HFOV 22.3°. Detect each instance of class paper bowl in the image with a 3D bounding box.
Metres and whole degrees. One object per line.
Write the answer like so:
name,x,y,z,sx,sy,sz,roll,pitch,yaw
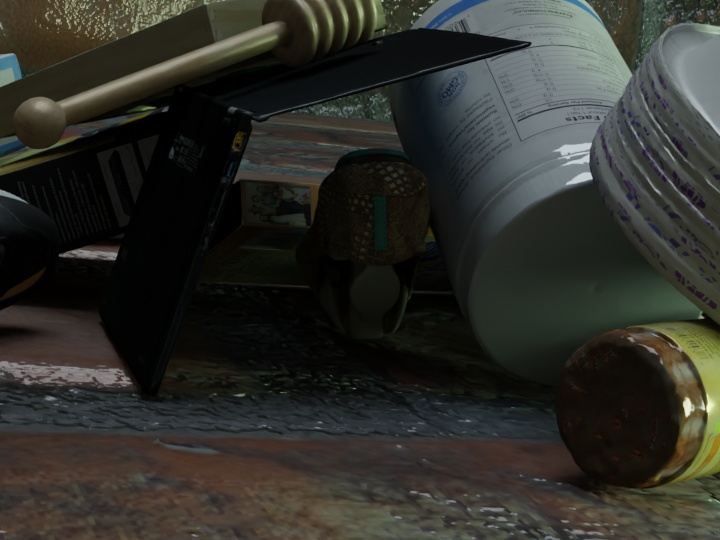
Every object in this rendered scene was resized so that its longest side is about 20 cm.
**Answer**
paper bowl,0.207,-0.039,0.784,0.200,0.105,0.201,26,27,-14

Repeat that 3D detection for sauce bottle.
sauce bottle,0.161,0.050,0.766,0.066,0.067,0.199,13,11,42

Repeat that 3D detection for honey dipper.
honey dipper,-0.073,-0.095,0.836,0.199,0.038,0.038,-27,28,-38

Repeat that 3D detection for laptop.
laptop,-0.032,-0.038,0.872,0.115,0.201,0.187,19,4,-16

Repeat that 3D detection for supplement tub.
supplement tub,0.094,-0.051,0.941,0.131,0.133,0.201,4,37,-16

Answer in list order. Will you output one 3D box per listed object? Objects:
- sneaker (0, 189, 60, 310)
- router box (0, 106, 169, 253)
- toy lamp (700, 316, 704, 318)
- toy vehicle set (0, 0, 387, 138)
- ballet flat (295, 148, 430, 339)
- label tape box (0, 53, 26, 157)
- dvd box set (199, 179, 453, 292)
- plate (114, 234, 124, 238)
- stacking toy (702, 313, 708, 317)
sneaker,-0.200,0.010,0.818,0.090,0.070,0.199,30,20,33
router box,-0.168,-0.047,1.059,0.156,0.053,0.200,-17,9,-1
toy lamp,0.154,0.027,0.967,0.058,0.059,0.200,2,9,-25
toy vehicle set,-0.097,-0.112,0.980,0.124,0.027,0.199,-17,3,-44
ballet flat,0.000,0.000,0.955,0.070,0.066,0.200,-2,-17,0
label tape box,-0.328,-0.089,1.160,0.199,0.064,0.144,2,19,41
dvd box set,0.000,-0.018,1.080,0.198,0.030,0.146,2,-14,-21
plate,-0.239,-0.050,1.293,0.199,0.033,0.199,1,10,-32
stacking toy,0.134,-0.031,1.131,0.199,0.111,0.116,10,29,36
